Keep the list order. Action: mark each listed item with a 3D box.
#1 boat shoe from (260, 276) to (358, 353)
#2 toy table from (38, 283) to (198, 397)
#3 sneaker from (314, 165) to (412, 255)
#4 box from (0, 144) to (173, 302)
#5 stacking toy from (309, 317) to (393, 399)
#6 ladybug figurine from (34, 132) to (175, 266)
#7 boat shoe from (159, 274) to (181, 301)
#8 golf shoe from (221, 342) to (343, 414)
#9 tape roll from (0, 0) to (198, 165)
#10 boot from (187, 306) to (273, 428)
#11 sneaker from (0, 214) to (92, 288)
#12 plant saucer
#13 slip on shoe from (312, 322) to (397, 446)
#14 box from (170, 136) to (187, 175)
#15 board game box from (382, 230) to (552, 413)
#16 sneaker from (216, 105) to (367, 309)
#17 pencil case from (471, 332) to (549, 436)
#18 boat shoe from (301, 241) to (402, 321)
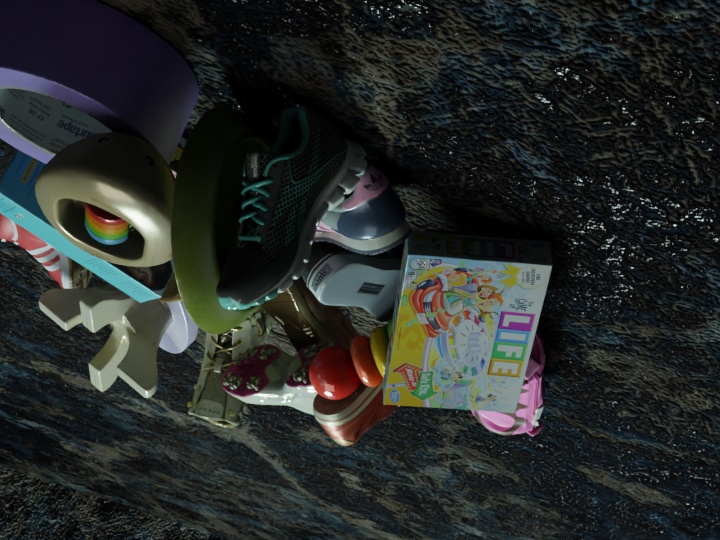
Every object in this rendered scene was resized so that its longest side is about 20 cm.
[{"bbox_3d":[-0.064,0.030,1.703,0.071,0.065,0.201,11,142,42],"label":"boat shoe"},{"bbox_3d":[-0.273,0.058,1.803,0.183,0.117,0.201,31,148,30],"label":"toy table"},{"bbox_3d":[-0.037,-0.071,1.434,0.199,0.070,0.082,8,129,44],"label":"sneaker"},{"bbox_3d":[-0.271,-0.055,1.539,0.199,0.083,0.049,34,156,-25],"label":"box"},{"bbox_3d":[0.041,0.078,1.553,0.199,0.086,0.085,-21,149,9],"label":"stacking toy"},{"bbox_3d":[-0.212,-0.063,1.339,0.135,0.072,0.200,24,160,-6],"label":"ladybug figurine"},{"bbox_3d":[-0.159,0.004,1.650,0.064,0.072,0.200,-8,-170,-31],"label":"boat shoe"},{"bbox_3d":[-0.074,0.131,1.717,0.199,0.076,0.092,-3,138,46],"label":"golf shoe"},{"bbox_3d":[-0.249,-0.159,1.360,0.199,0.085,0.200,19,160,7],"label":"tape roll"},{"bbox_3d":[-0.162,0.099,1.821,0.072,0.156,0.200,14,164,12],"label":"boot"},{"bbox_3d":[-0.385,-0.040,1.823,0.112,0.072,0.200,13,152,10],"label":"sneaker"},{"bbox_3d":[-0.108,-0.043,1.355,0.031,0.201,0.200,3,156,19],"label":"plant saucer"},{"bbox_3d":[0.029,0.111,1.636,0.074,0.200,0.062,20,140,41],"label":"slip on shoe"},{"bbox_3d":[-0.203,-0.084,1.573,0.137,0.040,0.199,34,157,-30],"label":"box"},{"bbox_3d":[0.098,0.052,1.460,0.133,0.034,0.201,4,133,-4],"label":"board game box"},{"bbox_3d":[-0.076,-0.058,1.302,0.077,0.201,0.091,-3,137,43],"label":"sneaker"},{"bbox_3d":[0.161,0.115,1.666,0.094,0.091,0.200,52,173,22],"label":"pencil case"},{"bbox_3d":[-0.002,0.002,1.536,0.068,0.074,0.199,48,-157,27],"label":"boat shoe"}]
